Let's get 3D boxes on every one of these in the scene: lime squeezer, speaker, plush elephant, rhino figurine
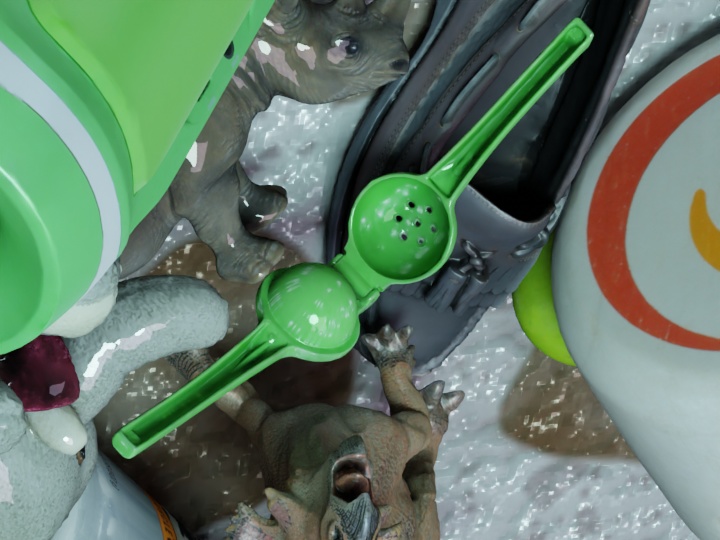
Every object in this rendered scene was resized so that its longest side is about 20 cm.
[{"bbox_3d":[0.000,0.000,0.894,0.200,0.071,0.038,-41,97,-12],"label":"lime squeezer"},{"bbox_3d":[-0.065,-0.073,0.654,0.088,0.200,0.089,13,136,13],"label":"speaker"},{"bbox_3d":[-0.112,0.021,0.776,0.200,0.165,0.155,-39,136,16],"label":"plush elephant"},{"bbox_3d":[-0.059,-0.038,0.892,0.200,0.060,0.087,-41,114,2],"label":"rhino figurine"}]

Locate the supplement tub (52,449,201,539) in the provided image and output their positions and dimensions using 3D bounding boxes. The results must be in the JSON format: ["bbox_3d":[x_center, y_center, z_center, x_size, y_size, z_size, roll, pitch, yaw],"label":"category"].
[{"bbox_3d":[-0.087,0.147,0.970,0.122,0.123,0.200,-40,132,4],"label":"supplement tub"}]

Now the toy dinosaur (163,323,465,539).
[{"bbox_3d":[-0.006,0.096,0.945,0.086,0.136,0.200,-16,145,14],"label":"toy dinosaur"}]

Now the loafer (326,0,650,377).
[{"bbox_3d":[0.044,-0.042,0.941,0.072,0.063,0.201,6,120,-30],"label":"loafer"}]

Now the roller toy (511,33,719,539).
[{"bbox_3d":[0.171,0.014,0.963,0.182,0.200,0.140,-40,132,-4],"label":"roller toy"}]
